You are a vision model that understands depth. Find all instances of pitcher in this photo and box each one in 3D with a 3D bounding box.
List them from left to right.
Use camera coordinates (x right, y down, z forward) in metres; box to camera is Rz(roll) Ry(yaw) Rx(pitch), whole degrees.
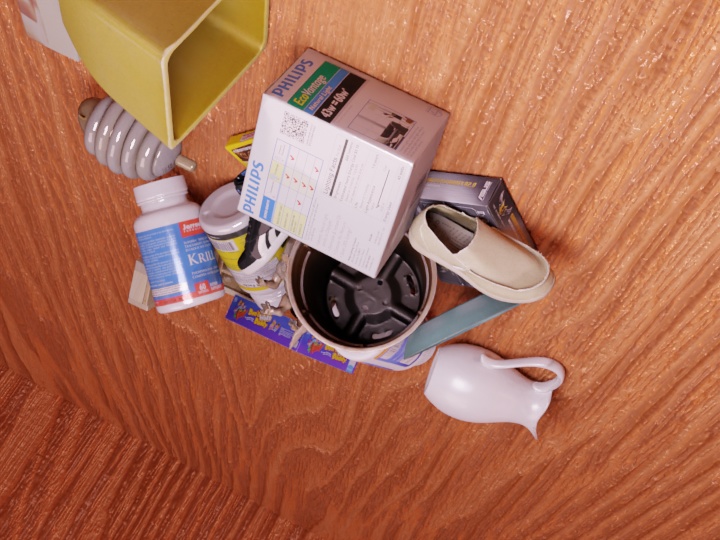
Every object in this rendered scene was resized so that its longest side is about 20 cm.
[{"bbox_3d":[0.214,0.175,1.848,0.200,0.121,0.172,18,134,1],"label":"pitcher"}]

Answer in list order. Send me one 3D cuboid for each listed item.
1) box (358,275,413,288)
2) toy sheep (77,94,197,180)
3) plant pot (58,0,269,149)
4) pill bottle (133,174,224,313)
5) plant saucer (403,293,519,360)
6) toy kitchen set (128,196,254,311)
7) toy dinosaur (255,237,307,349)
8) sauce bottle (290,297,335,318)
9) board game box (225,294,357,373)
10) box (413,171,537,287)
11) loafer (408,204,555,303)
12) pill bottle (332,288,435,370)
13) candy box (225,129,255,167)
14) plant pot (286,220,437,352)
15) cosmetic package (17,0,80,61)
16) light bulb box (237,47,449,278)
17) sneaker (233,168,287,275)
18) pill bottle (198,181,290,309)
[{"bbox_3d":[0.000,0.000,1.826,0.121,0.032,0.200,37,156,-15],"label":"box"},{"bbox_3d":[-0.326,-0.198,1.693,0.200,0.138,0.138,25,155,11],"label":"toy sheep"},{"bbox_3d":[-0.243,-0.304,1.349,0.200,0.196,0.194,33,156,9],"label":"plant pot"},{"bbox_3d":[-0.289,-0.042,1.805,0.112,0.112,0.200,-9,98,54],"label":"pill bottle"},{"bbox_3d":[0.145,0.070,1.657,0.036,0.200,0.200,64,154,5],"label":"plant saucer"},{"bbox_3d":[-0.250,-0.018,1.922,0.180,0.200,0.163,23,116,14],"label":"toy kitchen set"},{"bbox_3d":[-0.081,0.017,1.755,0.086,0.135,0.200,2,107,42],"label":"toy dinosaur"},{"bbox_3d":[-0.079,0.060,1.962,0.066,0.066,0.200,46,167,-31],"label":"sauce bottle"},{"bbox_3d":[-0.112,0.104,1.911,0.200,0.045,0.134,20,175,46],"label":"board game box"},{"bbox_3d":[0.146,-0.050,1.555,0.158,0.048,0.200,10,148,38],"label":"box"},{"bbox_3d":[0.150,-0.023,1.454,0.200,0.076,0.068,23,160,14],"label":"loafer"},{"bbox_3d":[0.043,0.097,1.814,0.112,0.112,0.200,15,177,29],"label":"pill bottle"},{"bbox_3d":[-0.101,-0.165,1.637,0.102,0.026,0.200,40,154,-28],"label":"candy box"},{"bbox_3d":[0.011,0.024,1.615,0.200,0.201,0.198,26,174,9],"label":"plant pot"},{"bbox_3d":[-0.377,-0.372,1.461,0.087,0.103,0.200,26,154,6],"label":"cosmetic package"},{"bbox_3d":[-0.024,-0.132,1.431,0.200,0.125,0.198,27,134,8],"label":"light bulb box"},{"bbox_3d":[-0.149,-0.087,1.678,0.112,0.073,0.200,35,126,-13],"label":"sneaker"},{"bbox_3d":[-0.163,-0.035,1.821,0.114,0.114,0.200,10,143,36],"label":"pill bottle"}]
